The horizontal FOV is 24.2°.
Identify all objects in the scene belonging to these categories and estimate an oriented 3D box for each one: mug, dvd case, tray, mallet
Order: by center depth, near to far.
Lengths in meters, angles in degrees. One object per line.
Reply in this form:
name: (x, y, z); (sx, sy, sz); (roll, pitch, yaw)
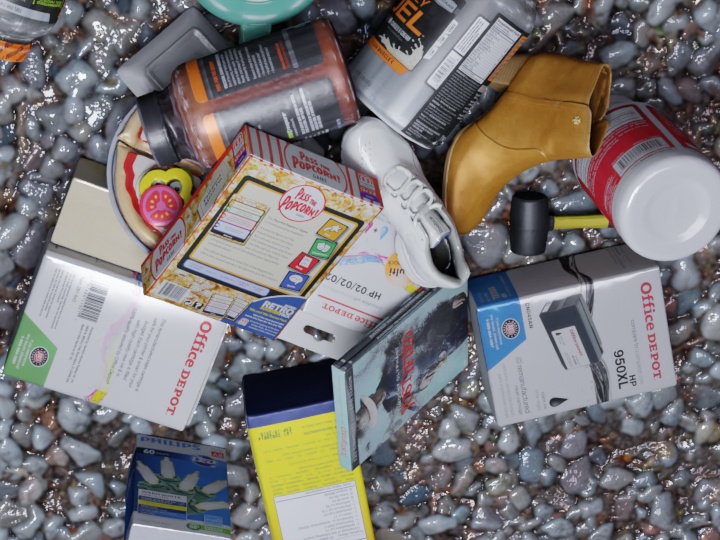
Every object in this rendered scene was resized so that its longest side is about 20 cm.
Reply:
mug: (-0.093, -0.298, 1.608); (0.152, 0.114, 0.185); (-32, 110, 6)
tray: (-0.135, -0.157, 1.658); (0.107, 0.022, 0.200); (-44, 94, -17)
dvd case: (0.044, 0.098, 1.730); (0.200, 0.022, 0.146); (-38, 141, -34)
mallet: (0.253, -0.043, 1.783); (0.200, 0.041, 0.066); (5, 108, -12)

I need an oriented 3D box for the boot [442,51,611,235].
boot: (0.167, -0.121, 1.669); (0.071, 0.144, 0.202); (17, 89, -51)

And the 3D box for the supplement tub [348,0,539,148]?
supplement tub: (0.087, -0.230, 1.649); (0.122, 0.123, 0.200); (36, 102, -17)

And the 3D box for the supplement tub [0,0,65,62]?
supplement tub: (-0.321, -0.306, 1.577); (0.122, 0.123, 0.200); (24, 105, -14)

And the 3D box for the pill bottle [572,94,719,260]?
pill bottle: (0.277, -0.100, 1.669); (0.112, 0.200, 0.112); (-5, 118, -10)

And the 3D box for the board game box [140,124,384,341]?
board game box: (-0.096, -0.031, 1.608); (0.151, 0.046, 0.200); (21, 126, -29)

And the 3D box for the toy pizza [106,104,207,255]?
toy pizza: (-0.152, -0.095, 1.673); (0.200, 0.032, 0.201); (2, 80, -15)

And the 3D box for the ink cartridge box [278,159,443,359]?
ink cartridge box: (0.000, 0.000, 1.722); (0.115, 0.068, 0.200); (21, 95, -25)

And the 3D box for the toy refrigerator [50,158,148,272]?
toy refrigerator: (-0.206, -0.041, 1.717); (0.200, 0.070, 0.076); (19, 111, -11)

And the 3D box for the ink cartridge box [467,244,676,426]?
ink cartridge box: (0.224, 0.067, 1.792); (0.200, 0.084, 0.145); (-13, 111, -2)

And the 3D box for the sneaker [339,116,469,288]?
sneaker: (0.052, -0.066, 1.643); (0.074, 0.087, 0.200); (-39, 112, -12)

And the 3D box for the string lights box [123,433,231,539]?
string lights box: (-0.192, 0.247, 1.752); (0.103, 0.200, 0.059); (11, 109, -11)

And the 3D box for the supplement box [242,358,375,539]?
supplement box: (-0.054, 0.212, 1.803); (0.109, 0.110, 0.200); (-11, 110, -2)

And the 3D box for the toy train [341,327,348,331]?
toy train: (-0.009, 0.031, 1.782); (0.046, 0.034, 0.200); (-22, 111, -1)

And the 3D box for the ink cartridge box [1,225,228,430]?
ink cartridge box: (-0.250, 0.060, 1.739); (0.200, 0.084, 0.145); (19, 108, -12)

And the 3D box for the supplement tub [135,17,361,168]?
supplement tub: (-0.107, -0.161, 1.588); (0.200, 0.107, 0.107); (-18, 111, -1)
